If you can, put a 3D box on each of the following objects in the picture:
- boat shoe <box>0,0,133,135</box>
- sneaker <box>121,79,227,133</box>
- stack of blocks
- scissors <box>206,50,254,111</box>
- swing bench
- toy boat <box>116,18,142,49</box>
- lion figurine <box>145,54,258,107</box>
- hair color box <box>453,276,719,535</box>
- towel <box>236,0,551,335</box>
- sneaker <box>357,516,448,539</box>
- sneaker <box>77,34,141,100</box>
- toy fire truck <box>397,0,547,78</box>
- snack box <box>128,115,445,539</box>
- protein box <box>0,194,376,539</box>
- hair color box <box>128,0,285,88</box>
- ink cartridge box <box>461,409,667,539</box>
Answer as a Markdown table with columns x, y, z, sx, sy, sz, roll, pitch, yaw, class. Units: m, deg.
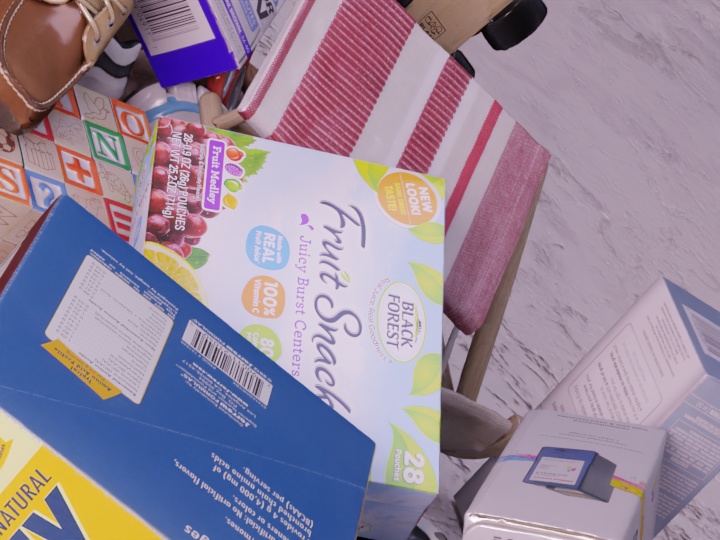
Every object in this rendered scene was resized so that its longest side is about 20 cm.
| x | y | z | sx | sy | sz | roll | pitch | yaw | class |
| --- | --- | --- | --- | --- | --- | --- | --- | --- | --- |
| -0.166 | -0.149 | 1.277 | 0.076 | 0.074 | 0.201 | 52 | 24 | -23 | boat shoe |
| -0.078 | -0.053 | 1.505 | 0.199 | 0.075 | 0.087 | 16 | 51 | -47 | sneaker |
| -0.197 | -0.058 | 1.274 | 0.199 | 0.058 | 0.116 | 20 | 40 | -44 | stack of blocks |
| -0.064 | -0.181 | 1.548 | 0.014 | 0.073 | 0.201 | 18 | 59 | 9 | scissors |
| 0.000 | 0.000 | 1.415 | 0.198 | 0.129 | 0.202 | 27 | 58 | -37 | swing bench |
| -0.186 | -0.234 | 1.562 | 0.200 | 0.130 | 0.131 | 50 | 14 | 16 | toy boat |
| -0.080 | -0.127 | 1.637 | 0.200 | 0.072 | 0.123 | 41 | 9 | -47 | lion figurine |
| 0.147 | 0.113 | 1.384 | 0.060 | 0.200 | 0.099 | 29 | 25 | -28 | hair color box |
| 0.022 | -0.076 | 1.359 | 0.200 | 0.023 | 0.145 | 43 | 51 | -23 | towel |
| -0.016 | 0.142 | 1.252 | 0.087 | 0.076 | 0.200 | 10 | 32 | -29 | sneaker |
| -0.195 | -0.156 | 1.438 | 0.073 | 0.080 | 0.200 | 14 | 25 | -47 | sneaker |
| 0.025 | -0.166 | 1.594 | 0.129 | 0.176 | 0.200 | 50 | -3 | -23 | toy fire truck |
| -0.042 | 0.030 | 1.224 | 0.167 | 0.068 | 0.201 | 12 | 56 | -12 | snack box |
| -0.116 | 0.107 | 1.028 | 0.198 | 0.135 | 0.200 | 39 | 22 | -10 | protein box |
| -0.090 | -0.215 | 1.475 | 0.110 | 0.064 | 0.200 | 66 | 27 | -26 | hair color box |
| 0.106 | 0.174 | 1.240 | 0.087 | 0.147 | 0.200 | 8 | 14 | 14 | ink cartridge box |
